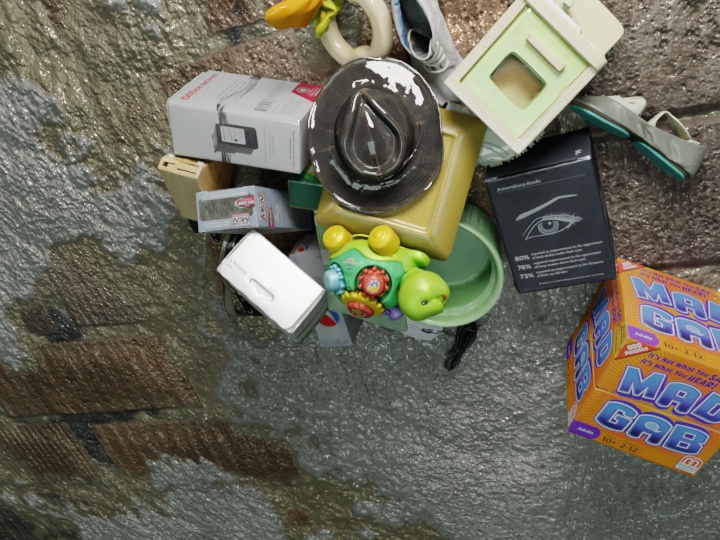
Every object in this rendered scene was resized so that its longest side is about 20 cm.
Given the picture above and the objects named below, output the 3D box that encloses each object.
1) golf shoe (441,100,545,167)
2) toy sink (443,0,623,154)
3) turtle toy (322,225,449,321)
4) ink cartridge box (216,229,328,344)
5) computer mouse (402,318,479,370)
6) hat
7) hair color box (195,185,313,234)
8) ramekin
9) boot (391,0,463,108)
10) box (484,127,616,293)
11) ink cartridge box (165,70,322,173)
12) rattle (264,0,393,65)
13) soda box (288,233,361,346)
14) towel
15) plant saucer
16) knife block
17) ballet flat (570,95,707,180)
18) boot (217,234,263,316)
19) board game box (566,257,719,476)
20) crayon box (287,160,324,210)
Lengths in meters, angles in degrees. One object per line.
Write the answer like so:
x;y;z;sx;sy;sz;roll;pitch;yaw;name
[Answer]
0.153;-0.196;0.943;0.199;0.079;0.097;-12;137;21;golf shoe
0.217;-0.263;0.832;0.130;0.112;0.200;43;107;-3;toy sink
0.032;0.016;0.927;0.199;0.102;0.146;3;151;34;turtle toy
-0.128;0.032;1.047;0.146;0.084;0.200;40;170;5;ink cartridge box
0.106;0.097;1.195;0.199;0.044;0.110;28;128;-3;computer mouse
0.012;-0.174;0.854;0.199;0.081;0.202;1;95;11;hat
-0.158;-0.090;1.053;0.098;0.200;0.061;-4;91;19;hair color box
0.130;-0.018;1.076;0.198;0.098;0.201;8;126;12;ramekin
0.088;-0.290;0.904;0.073;0.096;0.201;-15;120;25;boot
0.279;-0.083;0.982;0.147;0.105;0.201;-9;120;23;box
-0.161;-0.222;0.996;0.198;0.146;0.084;10;126;10;ink cartridge box
-0.016;-0.280;0.909;0.129;0.143;0.201;-6;118;31;rattle
-0.059;0.036;1.189;0.063;0.068;0.201;-4;122;20;soda box
0.000;0.000;1.062;0.152;0.023;0.201;16;131;28;towel
0.050;-0.132;0.916;0.198;0.048;0.202;16;97;8;plant saucer
-0.255;-0.109;1.079;0.063;0.200;0.177;14;113;5;knife block
0.376;-0.196;0.912;0.199;0.067;0.064;31;99;-6;ballet flat
-0.172;0.016;1.208;0.149;0.073;0.201;13;130;10;boot
0.445;0.142;1.024;0.198;0.200;0.201;19;127;3;board game box
0.005;-0.137;1.014;0.198;0.126;0.052;10;133;10;crayon box
